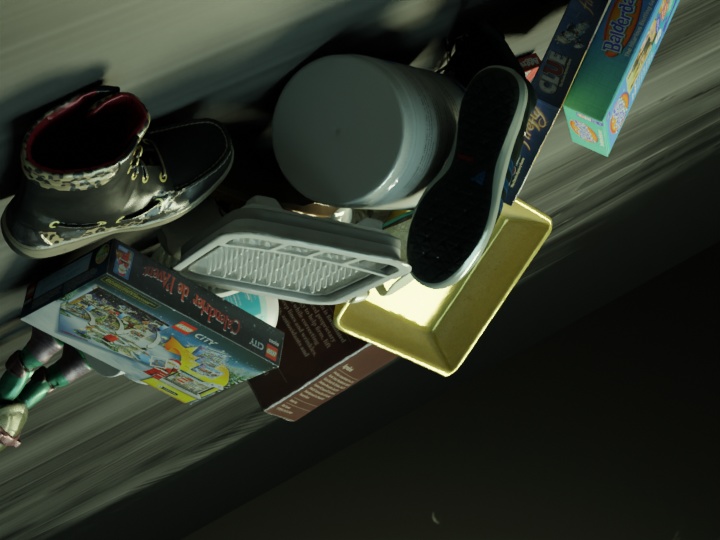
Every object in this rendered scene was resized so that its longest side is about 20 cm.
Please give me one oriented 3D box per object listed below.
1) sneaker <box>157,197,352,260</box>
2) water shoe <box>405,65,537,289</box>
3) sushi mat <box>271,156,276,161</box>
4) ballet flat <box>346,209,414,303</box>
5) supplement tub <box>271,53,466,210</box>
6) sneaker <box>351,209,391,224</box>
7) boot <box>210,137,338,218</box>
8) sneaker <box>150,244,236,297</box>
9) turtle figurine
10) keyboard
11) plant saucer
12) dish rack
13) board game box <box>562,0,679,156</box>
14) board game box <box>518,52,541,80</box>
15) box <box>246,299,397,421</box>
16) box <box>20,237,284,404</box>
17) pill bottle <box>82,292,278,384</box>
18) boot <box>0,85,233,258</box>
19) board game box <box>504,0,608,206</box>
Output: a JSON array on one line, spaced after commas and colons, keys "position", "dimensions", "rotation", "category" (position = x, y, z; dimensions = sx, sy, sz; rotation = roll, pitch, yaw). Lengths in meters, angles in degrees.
[{"position": [-0.096, -0.063, 1.568], "dimensions": [0.199, 0.071, 0.081], "rotation": [-16, 145, -24], "category": "sneaker"}, {"position": [0.105, -0.076, 1.454], "dimensions": [0.079, 0.071, 0.201], "rotation": [2, 113, -64], "category": "water shoe"}, {"position": [-0.056, -0.092, 1.680], "dimensions": [0.096, 0.012, 0.200], "rotation": [-38, 166, 29], "category": "sushi mat"}, {"position": [0.000, 0.000, 1.577], "dimensions": [0.067, 0.063, 0.199], "rotation": [-15, 174, -42], "category": "ballet flat"}, {"position": [0.021, -0.119, 1.490], "dimensions": [0.132, 0.132, 0.200], "rotation": [-36, 167, 20], "category": "supplement tub"}, {"position": [0.008, -0.085, 1.702], "dimensions": [0.115, 0.076, 0.201], "rotation": [2, 135, -52], "category": "sneaker"}, {"position": [-0.103, -0.064, 1.459], "dimensions": [0.075, 0.074, 0.199], "rotation": [-39, 148, 26], "category": "boot"}, {"position": [-0.116, -0.014, 1.671], "dimensions": [0.199, 0.076, 0.105], "rotation": [-21, 172, -17], "category": "sneaker"}, {"position": [-0.361, 0.129, 1.627], "dimensions": [0.200, 0.101, 0.150], "rotation": [-37, 167, 0], "category": "turtle figurine"}, {"position": [0.116, -0.175, 1.574], "dimensions": [0.039, 0.104, 0.200], "rotation": [-30, 166, -19], "category": "keyboard"}, {"position": [0.075, -0.009, 1.703], "dimensions": [0.199, 0.048, 0.201], "rotation": [25, 101, -46], "category": "plant saucer"}, {"position": [-0.063, -0.017, 1.457], "dimensions": [0.170, 0.044, 0.200], "rotation": [10, 164, -22], "category": "dish rack"}, {"position": [0.260, -0.223, 1.632], "dimensions": [0.201, 0.045, 0.152], "rotation": [-65, 167, -4], "category": "board game box"}, {"position": [0.108, -0.158, 1.803], "dimensions": [0.103, 0.020, 0.200], "rotation": [-22, 164, -35], "category": "board game box"}, {"position": [-0.049, 0.044, 1.863], "dimensions": [0.199, 0.167, 0.164], "rotation": [-32, 167, 3], "category": "box"}, {"position": [-0.188, 0.051, 1.530], "dimensions": [0.199, 0.038, 0.136], "rotation": [31, 141, -33], "category": "box"}, {"position": [-0.184, 0.049, 1.690], "dimensions": [0.199, 0.111, 0.111], "rotation": [-18, 162, -47], "category": "pill bottle"}, {"position": [-0.179, -0.087, 1.286], "dimensions": [0.199, 0.074, 0.151], "rotation": [-21, 165, -20], "category": "boot"}, {"position": [0.178, -0.174, 1.586], "dimensions": [0.136, 0.034, 0.201], "rotation": [112, 4, -49], "category": "board game box"}]
